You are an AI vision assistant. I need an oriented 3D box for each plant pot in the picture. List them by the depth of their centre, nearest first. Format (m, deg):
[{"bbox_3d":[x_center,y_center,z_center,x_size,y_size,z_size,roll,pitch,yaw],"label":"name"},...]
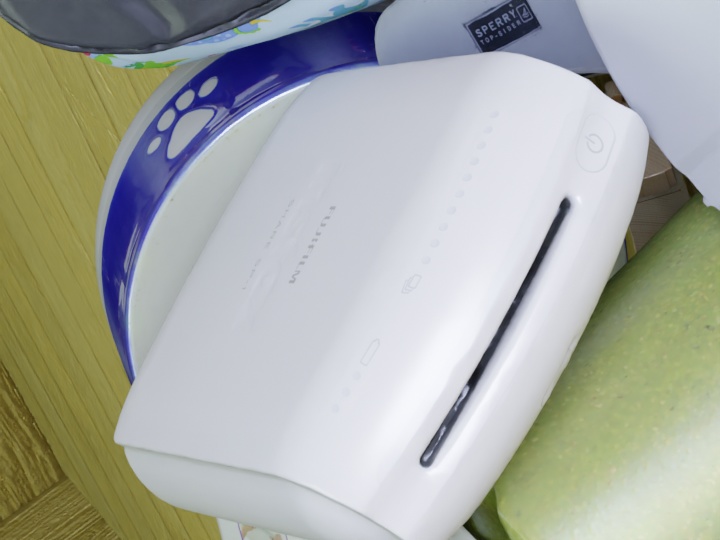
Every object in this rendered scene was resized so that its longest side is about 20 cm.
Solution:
[{"bbox_3d":[0.128,0.064,0.963,0.200,0.184,0.200,51,168,16],"label":"plant pot"}]

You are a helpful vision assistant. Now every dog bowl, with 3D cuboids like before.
[{"bbox_3d":[0.000,0.000,1.128,0.200,0.200,0.079,61,180,-26],"label":"dog bowl"}]

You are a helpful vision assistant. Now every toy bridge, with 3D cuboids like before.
[{"bbox_3d":[0.110,-0.027,1.092,0.200,0.027,0.067,59,-163,-64],"label":"toy bridge"}]

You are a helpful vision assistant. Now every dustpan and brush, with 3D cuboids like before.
[{"bbox_3d":[0.091,-0.129,0.869,0.200,0.057,0.140,48,143,-1],"label":"dustpan and brush"}]

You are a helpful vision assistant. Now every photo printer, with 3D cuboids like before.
[{"bbox_3d":[0.007,0.010,0.941,0.069,0.167,0.200,33,169,-21],"label":"photo printer"}]

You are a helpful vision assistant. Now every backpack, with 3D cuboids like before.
[{"bbox_3d":[-0.034,-0.144,1.032,0.154,0.163,0.200,62,-161,-24],"label":"backpack"}]

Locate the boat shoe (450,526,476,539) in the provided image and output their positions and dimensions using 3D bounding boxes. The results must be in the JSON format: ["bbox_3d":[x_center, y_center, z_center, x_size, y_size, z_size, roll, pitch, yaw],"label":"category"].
[{"bbox_3d":[0.020,0.122,0.934,0.199,0.066,0.075,35,156,57],"label":"boat shoe"}]

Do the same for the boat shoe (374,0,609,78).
[{"bbox_3d":[0.082,-0.101,0.980,0.200,0.065,0.074,-10,108,54],"label":"boat shoe"}]

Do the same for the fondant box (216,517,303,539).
[{"bbox_3d":[-0.011,0.039,1.261,0.058,0.144,0.200,6,121,38],"label":"fondant box"}]
